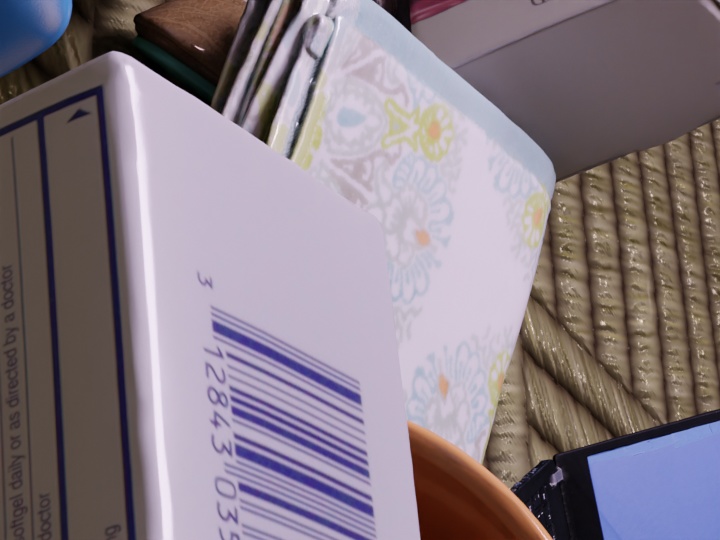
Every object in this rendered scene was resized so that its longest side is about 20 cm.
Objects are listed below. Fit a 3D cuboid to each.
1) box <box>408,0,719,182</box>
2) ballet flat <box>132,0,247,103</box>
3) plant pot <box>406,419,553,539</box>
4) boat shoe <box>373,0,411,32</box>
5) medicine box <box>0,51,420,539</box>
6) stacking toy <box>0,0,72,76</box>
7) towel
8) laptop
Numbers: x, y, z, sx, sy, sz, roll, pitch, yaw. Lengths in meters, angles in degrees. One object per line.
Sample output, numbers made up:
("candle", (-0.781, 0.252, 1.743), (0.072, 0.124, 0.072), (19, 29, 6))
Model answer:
("box", (0.093, -0.159, 0.998), (0.109, 0.128, 0.200), (35, 42, -49))
("ballet flat", (-0.013, -0.071, 0.946), (0.068, 0.072, 0.200), (38, -1, 44))
("plant pot", (-0.013, 0.147, 0.675), (0.140, 0.200, 0.200), (47, 29, -69))
("boat shoe", (-0.026, -0.121, 0.980), (0.200, 0.072, 0.065), (60, 39, -33))
("medicine box", (-0.094, 0.080, 0.532), (0.103, 0.200, 0.182), (30, 45, -50))
("stacking toy", (-0.122, -0.132, 0.754), (0.116, 0.110, 0.200), (63, 24, -13))
("towel", (0.000, 0.000, 0.897), (0.200, 0.048, 0.171), (35, 68, -49))
("laptop", (0.131, 0.165, 0.989), (0.200, 0.103, 0.178), (-29, 107, -64))
